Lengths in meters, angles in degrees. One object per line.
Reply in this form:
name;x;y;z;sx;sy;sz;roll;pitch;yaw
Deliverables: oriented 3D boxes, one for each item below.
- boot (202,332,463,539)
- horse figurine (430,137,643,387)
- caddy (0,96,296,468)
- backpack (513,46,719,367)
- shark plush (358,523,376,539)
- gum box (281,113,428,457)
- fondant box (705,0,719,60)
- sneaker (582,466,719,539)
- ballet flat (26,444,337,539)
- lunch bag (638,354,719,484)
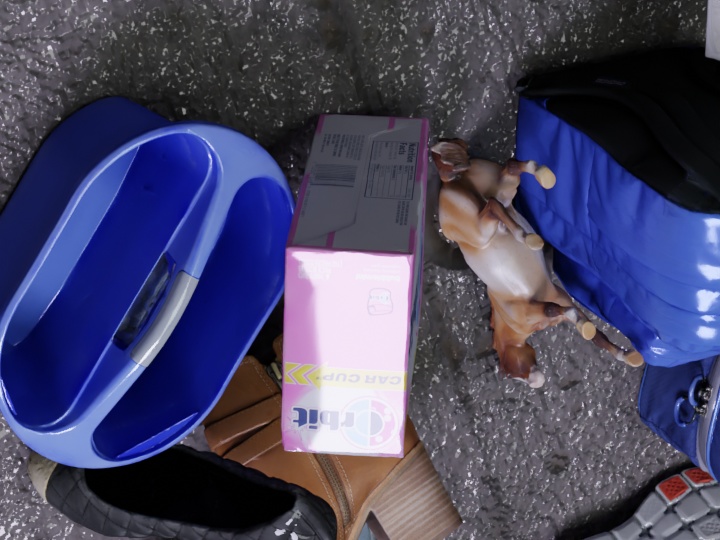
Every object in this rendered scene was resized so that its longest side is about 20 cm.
boot;-0.055;0.131;1.111;0.199;0.077;0.156;-34;84;-15
horse figurine;0.090;-0.009;1.155;0.050;0.132;0.201;-39;115;-16
caddy;-0.120;0.007;1.038;0.141;0.105;0.201;27;98;-35
backpack;0.206;-0.030;1.149;0.161;0.200;0.169;-19;121;-22
shark plush;-0.011;0.133;1.212;0.083;0.090;0.202;4;91;-51
gum box;0.000;0.000;1.056;0.065;0.200;0.115;3;115;3
fondant box;0.267;-0.224;1.115;0.200;0.058;0.145;-47;144;-38
sneaker;0.209;0.201;1.358;0.198;0.077;0.082;-19;148;-20
ballet flat;-0.099;0.116;1.063;0.067;0.198;0.057;-60;147;-34
lunch bag;0.288;0.073;1.288;0.198;0.132;0.137;-4;115;-29
